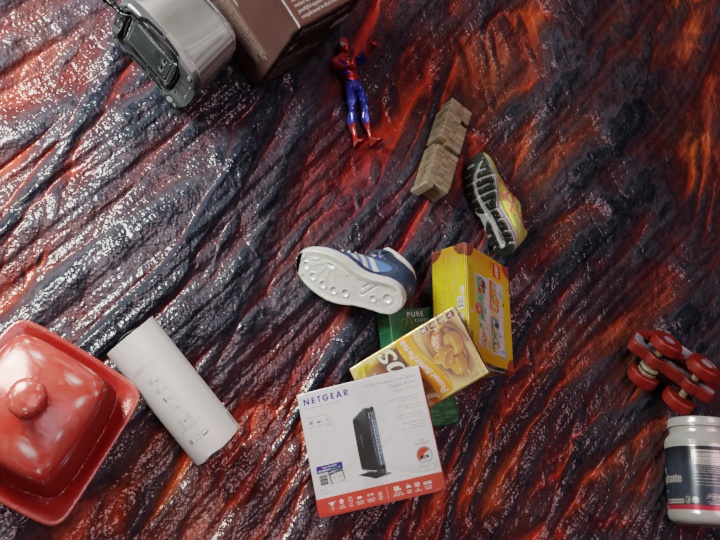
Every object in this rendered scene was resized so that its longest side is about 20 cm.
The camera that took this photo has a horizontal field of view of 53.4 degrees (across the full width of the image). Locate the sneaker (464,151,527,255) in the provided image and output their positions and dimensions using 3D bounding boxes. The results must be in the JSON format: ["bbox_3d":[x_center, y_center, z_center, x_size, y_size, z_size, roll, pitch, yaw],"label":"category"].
[{"bbox_3d":[0.269,-0.135,1.404,0.089,0.077,0.205,-21,92,-41],"label":"sneaker"}]

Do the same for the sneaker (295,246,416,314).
[{"bbox_3d":[0.000,0.000,1.207,0.195,0.083,0.147,20,23,8],"label":"sneaker"}]

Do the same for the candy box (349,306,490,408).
[{"bbox_3d":[0.094,0.159,1.136,0.197,0.055,0.118,-31,76,7],"label":"candy box"}]

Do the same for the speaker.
[{"bbox_3d":[-0.257,0.165,0.987,0.081,0.081,0.202,-42,98,-32],"label":"speaker"}]

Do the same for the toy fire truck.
[{"bbox_3d":[0.659,0.194,1.506,0.198,0.114,0.167,35,28,18],"label":"toy fire truck"}]

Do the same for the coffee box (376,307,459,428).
[{"bbox_3d":[0.098,0.167,1.222,0.120,0.044,0.206,-2,77,-32],"label":"coffee box"}]

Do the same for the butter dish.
[{"bbox_3d":[-0.390,0.166,0.853,0.197,0.148,0.202,31,61,-5],"label":"butter dish"}]

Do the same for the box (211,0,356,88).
[{"bbox_3d":[-0.129,-0.442,1.173,0.165,0.199,0.166,-39,96,-32],"label":"box"}]

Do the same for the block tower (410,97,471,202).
[{"bbox_3d":[0.156,-0.226,1.368,0.057,0.054,0.204,30,63,-19],"label":"block tower"}]

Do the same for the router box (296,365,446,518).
[{"bbox_3d":[0.015,0.256,1.080,0.194,0.049,0.185,-14,81,5],"label":"router box"}]

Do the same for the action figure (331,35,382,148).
[{"bbox_3d":[0.002,-0.336,1.285,0.064,0.098,0.206,-10,78,-33],"label":"action figure"}]

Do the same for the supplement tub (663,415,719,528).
[{"bbox_3d":[0.691,0.409,1.450,0.137,0.140,0.206,16,68,-26],"label":"supplement tub"}]

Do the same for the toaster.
[{"bbox_3d":[-0.288,-0.365,1.109,0.200,0.113,0.130,46,54,-8],"label":"toaster"}]

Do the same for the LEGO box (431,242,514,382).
[{"bbox_3d":[0.197,0.075,1.257,0.147,0.076,0.206,25,58,-44],"label":"LEGO box"}]
